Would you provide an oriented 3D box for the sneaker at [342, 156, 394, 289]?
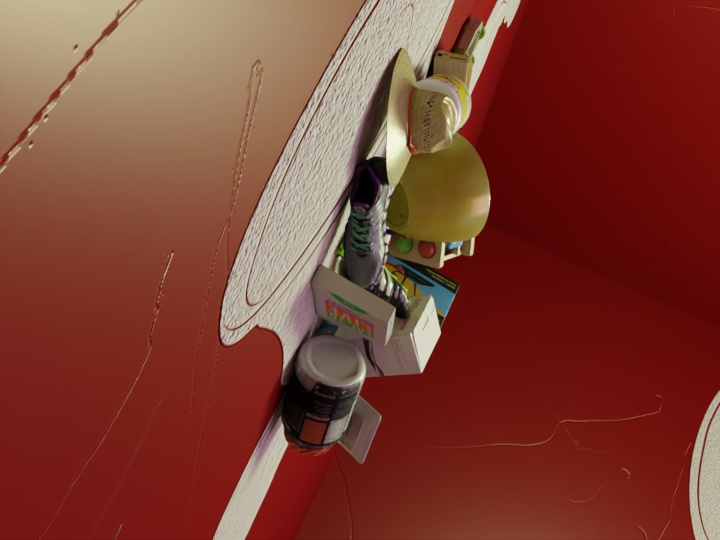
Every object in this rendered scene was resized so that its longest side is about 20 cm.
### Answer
[{"bbox_3d":[0.000,-0.070,1.345,0.087,0.073,0.203,-15,113,-68],"label":"sneaker"}]

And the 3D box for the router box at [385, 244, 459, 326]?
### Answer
[{"bbox_3d":[0.090,0.042,1.855,0.150,0.198,0.051,-60,176,-43],"label":"router box"}]

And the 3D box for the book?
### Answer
[{"bbox_3d":[-0.008,0.059,1.433,0.048,0.132,0.200,-59,171,-13],"label":"book"}]

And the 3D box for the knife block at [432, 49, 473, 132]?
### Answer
[{"bbox_3d":[0.165,-0.310,1.688,0.200,0.063,0.178,-34,133,-79],"label":"knife block"}]

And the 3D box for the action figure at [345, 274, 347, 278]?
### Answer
[{"bbox_3d":[0.000,0.000,1.663,0.201,0.054,0.119,110,4,-57],"label":"action figure"}]

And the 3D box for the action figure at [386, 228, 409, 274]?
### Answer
[{"bbox_3d":[0.058,-0.059,1.739,0.066,0.098,0.200,-63,175,-14],"label":"action figure"}]

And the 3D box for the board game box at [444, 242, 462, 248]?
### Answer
[{"bbox_3d":[0.145,-0.165,1.700,0.036,0.201,0.152,-15,142,-29],"label":"board game box"}]

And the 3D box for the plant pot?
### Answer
[{"bbox_3d":[0.111,-0.135,1.593,0.140,0.201,0.202,-16,142,-31],"label":"plant pot"}]

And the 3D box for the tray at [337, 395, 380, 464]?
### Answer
[{"bbox_3d":[-0.048,0.253,1.648,0.022,0.199,0.109,-1,120,-47],"label":"tray"}]

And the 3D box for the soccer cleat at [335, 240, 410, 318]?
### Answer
[{"bbox_3d":[0.020,0.019,1.514,0.081,0.067,0.201,-50,126,-25],"label":"soccer cleat"}]

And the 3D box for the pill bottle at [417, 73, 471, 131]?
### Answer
[{"bbox_3d":[0.132,-0.277,1.526,0.200,0.103,0.105,-50,162,-69],"label":"pill bottle"}]

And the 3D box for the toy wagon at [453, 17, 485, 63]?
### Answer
[{"bbox_3d":[0.210,-0.429,1.907,0.156,0.039,0.202,-58,170,-50],"label":"toy wagon"}]

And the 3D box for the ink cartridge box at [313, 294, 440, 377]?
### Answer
[{"bbox_3d":[0.030,0.120,1.624,0.145,0.197,0.085,-55,133,-56],"label":"ink cartridge box"}]

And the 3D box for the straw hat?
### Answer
[{"bbox_3d":[0.096,-0.215,1.302,0.201,0.084,0.204,7,90,-78],"label":"straw hat"}]

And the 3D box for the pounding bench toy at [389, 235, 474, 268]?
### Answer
[{"bbox_3d":[0.117,-0.097,1.869,0.155,0.198,0.126,-19,118,-51],"label":"pounding bench toy"}]

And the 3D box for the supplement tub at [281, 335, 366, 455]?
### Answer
[{"bbox_3d":[-0.068,0.220,1.549,0.123,0.121,0.202,-58,170,-49],"label":"supplement tub"}]
